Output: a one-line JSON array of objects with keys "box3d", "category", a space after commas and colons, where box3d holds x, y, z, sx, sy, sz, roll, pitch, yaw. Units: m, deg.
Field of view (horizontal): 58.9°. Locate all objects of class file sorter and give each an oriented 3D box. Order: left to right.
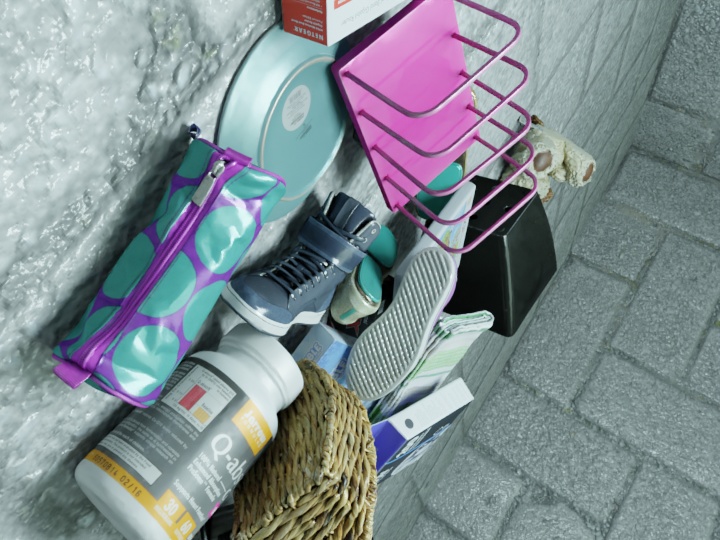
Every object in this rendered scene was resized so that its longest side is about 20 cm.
[{"box3d": [0.087, -0.138, 0.621, 0.138, 0.125, 0.201, -40, 142, -9], "category": "file sorter"}]

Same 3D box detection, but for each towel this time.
[{"box3d": [0.099, 0.143, 0.884, 0.148, 0.031, 0.202, -1, 129, -53], "category": "towel"}]

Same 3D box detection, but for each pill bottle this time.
[{"box3d": [-0.149, 0.150, 0.589, 0.200, 0.115, 0.118, -47, 154, -33], "category": "pill bottle"}]

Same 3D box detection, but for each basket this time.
[{"box3d": [-0.035, 0.206, 0.659, 0.142, 0.149, 0.201, -40, -157, 8], "category": "basket"}]

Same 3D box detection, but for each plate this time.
[{"box3d": [-0.056, -0.133, 0.591, 0.200, 0.025, 0.202, -48, 154, -32], "category": "plate"}]

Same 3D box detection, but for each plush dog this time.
[{"box3d": [0.346, -0.203, 1.300, 0.197, 0.162, 0.173, 2, 133, -35], "category": "plush dog"}]

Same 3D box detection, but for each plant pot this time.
[{"box3d": [0.212, -0.043, 1.091, 0.200, 0.197, 0.180, -46, 141, -34], "category": "plant pot"}]

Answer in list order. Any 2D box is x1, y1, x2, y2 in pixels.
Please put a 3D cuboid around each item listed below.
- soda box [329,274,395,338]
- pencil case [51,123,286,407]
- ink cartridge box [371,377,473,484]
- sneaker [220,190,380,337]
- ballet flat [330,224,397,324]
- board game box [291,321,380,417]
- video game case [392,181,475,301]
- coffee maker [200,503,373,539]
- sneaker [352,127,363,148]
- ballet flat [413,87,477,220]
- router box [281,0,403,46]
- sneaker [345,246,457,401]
[{"box3d": [-0.004, 0.093, 0.901, 0.063, 0.070, 0.203, -35, 146, -49], "category": "soda box"}, {"box3d": [-0.140, -0.002, 0.476, 0.202, 0.084, 0.092, -60, 174, -8], "category": "pencil case"}, {"box3d": [0.044, 0.250, 0.900, 0.198, 0.044, 0.199, -16, 149, -39], "category": "ink cartridge box"}, {"box3d": [-0.054, -0.014, 0.643, 0.147, 0.077, 0.202, -54, 169, 10], "category": "sneaker"}, {"box3d": [0.000, 0.000, 0.797, 0.062, 0.068, 0.201, -39, -169, 25], "category": "ballet flat"}, {"box3d": [-0.049, 0.179, 0.828, 0.201, 0.043, 0.198, -53, 142, 5], "category": "board game box"}, {"box3d": [0.102, -0.001, 0.915, 0.201, 0.022, 0.184, -51, 157, -32], "category": "video game case"}, {"box3d": [-0.079, 0.364, 0.796, 0.135, 0.196, 0.196, -77, 150, -89], "category": "coffee maker"}, {"box3d": [0.074, -0.207, 0.726, 0.198, 0.076, 0.116, -28, 147, -46], "category": "sneaker"}, {"box3d": [0.122, -0.168, 0.901, 0.063, 0.067, 0.203, -82, -173, -57], "category": "ballet flat"}, {"box3d": [0.012, -0.305, 0.505, 0.200, 0.048, 0.182, -45, 150, -38], "category": "router box"}, {"box3d": [0.061, 0.069, 0.781, 0.202, 0.072, 0.114, -55, 167, 5], "category": "sneaker"}]
